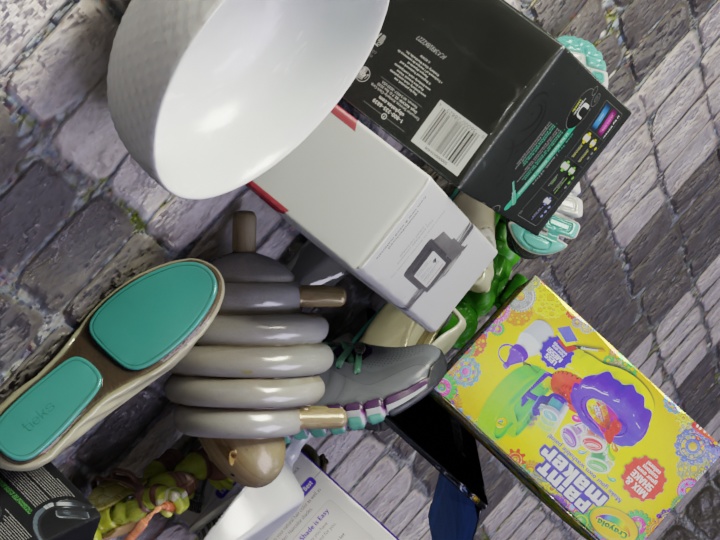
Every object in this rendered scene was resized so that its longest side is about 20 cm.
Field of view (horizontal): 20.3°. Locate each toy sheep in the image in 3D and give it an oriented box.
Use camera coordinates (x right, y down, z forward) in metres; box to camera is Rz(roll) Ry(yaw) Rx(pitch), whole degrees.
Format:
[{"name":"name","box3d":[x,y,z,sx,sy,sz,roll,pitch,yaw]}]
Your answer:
[{"name":"toy sheep","box3d":[-0.080,0.057,1.453,0.138,0.138,0.200,4,84,-64]}]

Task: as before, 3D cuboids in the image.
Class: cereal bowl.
[{"name":"cereal bowl","box3d":[-0.077,-0.144,1.197,0.200,0.083,0.200,-41,157,-22]}]

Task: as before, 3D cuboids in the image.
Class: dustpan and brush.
[{"name":"dustpan and brush","box3d":[-0.073,0.169,1.575,0.200,0.057,0.140,-38,171,-13]}]

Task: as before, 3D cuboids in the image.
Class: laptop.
[{"name":"laptop","box3d":[0.041,0.170,1.734,0.116,0.200,0.187,-41,-159,15]}]

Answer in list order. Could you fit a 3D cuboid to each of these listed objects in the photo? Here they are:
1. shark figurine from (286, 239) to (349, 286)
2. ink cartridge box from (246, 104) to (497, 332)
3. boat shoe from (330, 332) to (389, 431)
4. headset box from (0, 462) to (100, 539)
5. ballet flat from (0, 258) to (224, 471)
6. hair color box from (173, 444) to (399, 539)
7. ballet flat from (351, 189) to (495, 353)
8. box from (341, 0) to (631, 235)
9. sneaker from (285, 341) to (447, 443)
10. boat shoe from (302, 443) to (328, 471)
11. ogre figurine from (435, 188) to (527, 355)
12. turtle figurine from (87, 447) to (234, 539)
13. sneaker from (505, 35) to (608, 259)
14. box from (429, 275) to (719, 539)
[{"name":"shark figurine","box3d":[-0.014,0.008,1.572,0.215,0.089,0.128,-47,157,-11]},{"name":"ink cartridge box","box3d":[0.000,-0.046,1.423,0.083,0.145,0.200,-52,158,0]},{"name":"boat shoe","box3d":[-0.019,0.106,1.768,0.071,0.070,0.201,-25,162,1]},{"name":"headset box","box3d":[-0.299,0.231,1.377,0.200,0.093,0.174,-22,145,-49]},{"name":"ballet flat","box3d":[-0.176,0.067,1.390,0.200,0.069,0.069,-38,157,-11]},{"name":"hair color box","box3d":[-0.059,0.213,1.658,0.109,0.200,0.065,-47,174,-4]},{"name":"ballet flat","box3d":[0.068,0.017,1.619,0.200,0.069,0.069,-56,160,-12]},{"name":"box","box3d":[0.084,-0.128,1.447,0.124,0.148,0.200,-53,159,6]},{"name":"sneaker","box3d":[-0.037,0.078,1.529,0.200,0.088,0.074,-18,-160,8]},{"name":"boat shoe","box3d":[-0.058,0.187,1.798,0.066,0.074,0.200,-65,166,-7]},{"name":"ogre figurine","box3d":[0.101,-0.012,1.753,0.120,0.098,0.200,79,19,-54]},{"name":"turtle figurine","box3d":[-0.184,0.185,1.556,0.200,0.064,0.161,-35,176,41]},{"name":"sneaker","box3d":[0.154,-0.099,1.681,0.091,0.077,0.200,113,-7,-72]},{"name":"box","box3d":[0.166,0.120,1.620,0.122,0.200,0.193,-47,178,-2]}]
